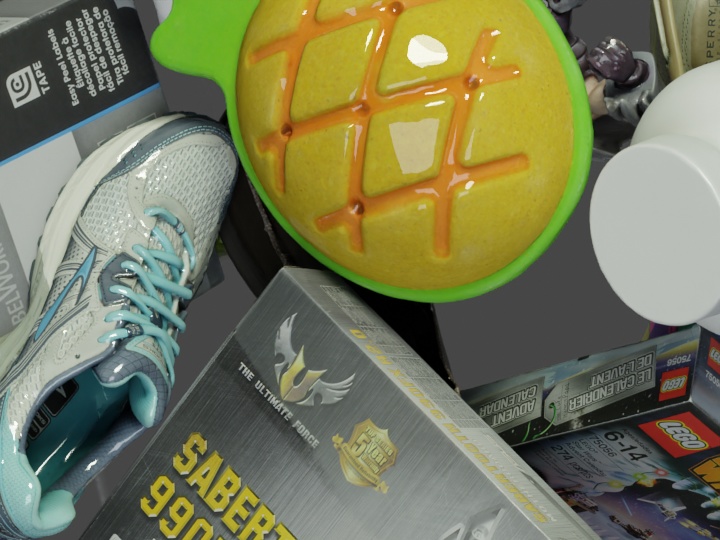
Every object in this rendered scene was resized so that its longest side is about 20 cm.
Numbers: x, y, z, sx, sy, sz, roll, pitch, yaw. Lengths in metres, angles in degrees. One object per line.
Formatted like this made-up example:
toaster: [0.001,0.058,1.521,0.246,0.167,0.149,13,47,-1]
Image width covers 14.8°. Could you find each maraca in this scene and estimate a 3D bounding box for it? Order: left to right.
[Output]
maraca: [0.003,-0.078,1.086,0.200,0.107,0.137,46,101,12]

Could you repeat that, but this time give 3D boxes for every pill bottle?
pill bottle: [0.180,-0.037,1.091,0.110,0.199,0.112,19,118,41]

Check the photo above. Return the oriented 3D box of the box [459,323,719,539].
box: [0.146,0.102,1.175,0.136,0.040,0.200,-19,136,40]

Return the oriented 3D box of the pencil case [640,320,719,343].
pencil case: [0.216,0.061,1.200,0.198,0.088,0.089,12,111,1]

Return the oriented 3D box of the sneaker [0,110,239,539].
sneaker: [-0.096,0.027,1.115,0.078,0.086,0.201,42,71,-36]

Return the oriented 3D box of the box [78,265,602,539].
box: [-0.001,0.123,1.066,0.200,0.048,0.159,45,108,22]

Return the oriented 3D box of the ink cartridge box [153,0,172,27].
ink cartridge box: [-0.058,-0.190,1.133,0.114,0.068,0.201,-15,109,5]

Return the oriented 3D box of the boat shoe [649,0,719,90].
boat shoe: [0.145,-0.157,1.135,0.073,0.063,0.202,2,111,4]

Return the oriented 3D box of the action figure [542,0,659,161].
action figure: [0.071,-0.120,1.127,0.129,0.069,0.201,20,123,17]

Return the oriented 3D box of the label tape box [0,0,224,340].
label tape box: [-0.167,-0.019,1.149,0.199,0.063,0.145,-30,112,-32]

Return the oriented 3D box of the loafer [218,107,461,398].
loafer: [0.000,0.000,1.153,0.073,0.201,0.071,-7,150,-34]
